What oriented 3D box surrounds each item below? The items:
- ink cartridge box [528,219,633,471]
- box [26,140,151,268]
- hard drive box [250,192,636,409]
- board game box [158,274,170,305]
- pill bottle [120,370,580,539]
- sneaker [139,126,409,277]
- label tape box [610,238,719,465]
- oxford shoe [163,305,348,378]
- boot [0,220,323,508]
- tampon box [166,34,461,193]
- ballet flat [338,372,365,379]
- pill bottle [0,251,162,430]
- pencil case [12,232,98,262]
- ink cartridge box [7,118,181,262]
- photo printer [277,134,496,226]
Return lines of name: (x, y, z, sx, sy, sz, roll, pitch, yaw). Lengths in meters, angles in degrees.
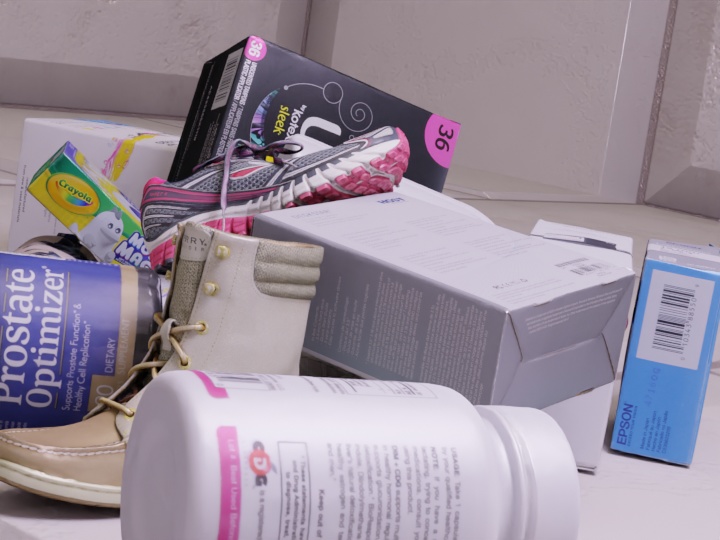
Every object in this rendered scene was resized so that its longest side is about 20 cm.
ink cartridge box: (0.150, 0.049, 1.233, 0.083, 0.147, 0.200, 10, 9, 8)
box: (-0.180, -0.016, 1.350, 0.200, 0.048, 0.117, 47, 0, -13)
hard drive box: (0.049, 0.018, 1.065, 0.199, 0.078, 0.155, 22, 20, 35)
board game box: (-0.091, 0.045, 1.214, 0.198, 0.035, 0.135, 8, -18, -7)
pill bottle: (-0.004, 0.109, 0.791, 0.198, 0.115, 0.113, 5, 9, -24)
sneaker: (-0.062, -0.059, 1.160, 0.198, 0.075, 0.081, -20, -21, 5)
label tape box: (0.238, 0.054, 1.293, 0.065, 0.145, 0.200, 10, 9, 7)
oxford shoe: (-0.068, 0.078, 1.154, 0.199, 0.058, 0.075, 19, -29, -34)
boot: (-0.110, 0.049, 0.934, 0.198, 0.156, 0.072, 2, 10, -38)
tampon box: (-0.044, -0.080, 1.385, 0.198, 0.151, 0.126, 20, -10, -20)
ballet flat: (-0.004, 0.098, 1.040, 0.062, 0.068, 0.200, -2, 9, -5)
pill bottle: (-0.224, 0.044, 1.009, 0.198, 0.113, 0.112, 6, 9, -14)
pencil case: (-0.241, 0.020, 1.253, 0.089, 0.079, 0.200, -17, 8, 2)
ink cartridge box: (-0.204, -0.056, 1.574, 0.198, 0.146, 0.147, 13, 8, 23)
photo printer: (0.000, 0.000, 1.286, 0.198, 0.167, 0.070, 22, 36, -20)
